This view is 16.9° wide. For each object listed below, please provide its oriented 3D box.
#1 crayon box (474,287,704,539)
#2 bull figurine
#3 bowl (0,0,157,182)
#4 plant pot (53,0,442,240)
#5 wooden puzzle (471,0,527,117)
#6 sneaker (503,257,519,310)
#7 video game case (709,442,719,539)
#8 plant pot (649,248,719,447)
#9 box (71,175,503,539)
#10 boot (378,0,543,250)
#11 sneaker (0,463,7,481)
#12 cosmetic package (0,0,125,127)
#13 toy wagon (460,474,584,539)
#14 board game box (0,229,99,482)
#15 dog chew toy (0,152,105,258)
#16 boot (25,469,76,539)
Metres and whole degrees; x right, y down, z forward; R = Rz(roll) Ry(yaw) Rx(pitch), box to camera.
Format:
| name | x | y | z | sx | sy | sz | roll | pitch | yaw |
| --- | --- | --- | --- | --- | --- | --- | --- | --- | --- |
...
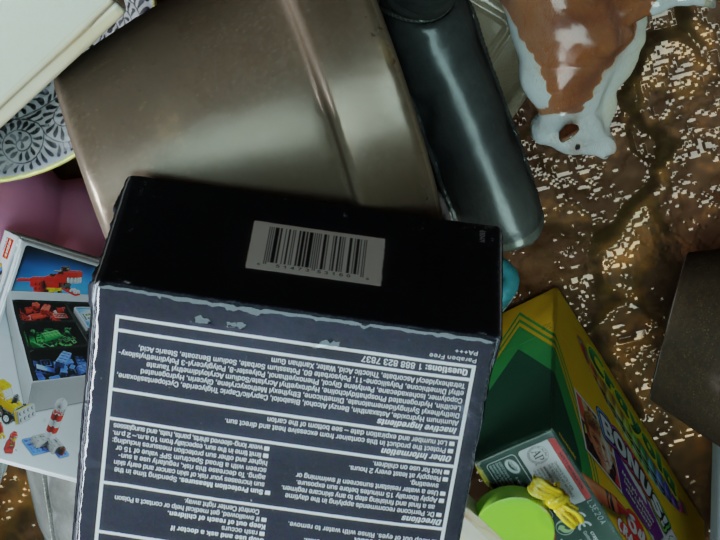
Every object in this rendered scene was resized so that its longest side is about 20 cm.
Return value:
| name | x | y | z | sx | sy | sz | roll | pitch | yaw |
| --- | --- | --- | --- | --- | --- | --- | --- | --- | --- |
| crayon box | 0.144 | 0.137 | 1.477 | 0.058 | 0.173 | 0.200 | -26 | 112 | 19 |
| bull figurine | 0.122 | -0.165 | 1.376 | 0.121 | 0.065 | 0.200 | -26 | 94 | -5 |
| bowl | -0.219 | -0.159 | 1.382 | 0.200 | 0.094 | 0.201 | -4 | 113 | -9 |
| plant pot | -0.068 | -0.083 | 1.315 | 0.174 | 0.200 | 0.200 | -18 | 113 | -4 |
| wooden puzzle | -0.011 | -0.122 | 1.441 | 0.200 | 0.037 | 0.185 | 32 | 111 | -8 |
| sneaker | 0.000 | 0.000 | 1.408 | 0.200 | 0.078 | 0.080 | 6 | 155 | -29 |
| video game case | 0.302 | 0.172 | 1.488 | 0.182 | 0.200 | 0.023 | 13 | 141 | -6 |
| plant pot | 0.281 | 0.059 | 1.455 | 0.200 | 0.187 | 0.187 | 14 | 114 | 9 |
| box | -0.040 | 0.074 | 1.247 | 0.200 | 0.123 | 0.199 | 9 | 119 | -1 |
| boot | 0.052 | -0.104 | 1.327 | 0.072 | 0.182 | 0.200 | -14 | 104 | -4 |
| sneaker | -0.261 | 0.157 | 1.530 | 0.075 | 0.100 | 0.200 | -1 | 113 | 3 |
| cosmetic package | -0.224 | -0.110 | 1.295 | 0.200 | 0.104 | 0.073 | -42 | 113 | 9 |
| toy wagon | 0.044 | 0.187 | 1.386 | 0.200 | 0.040 | 0.155 | -43 | 107 | 11 |
| board game box | -0.129 | 0.065 | 1.403 | 0.200 | 0.035 | 0.126 | 18 | 91 | -25 |
| dog chew toy | -0.180 | -0.006 | 1.449 | 0.200 | 0.125 | 0.125 | 14 | 114 | -14 |
| boot | -0.155 | 0.184 | 1.519 | 0.073 | 0.182 | 0.200 | -16 | 121 | -40 |
